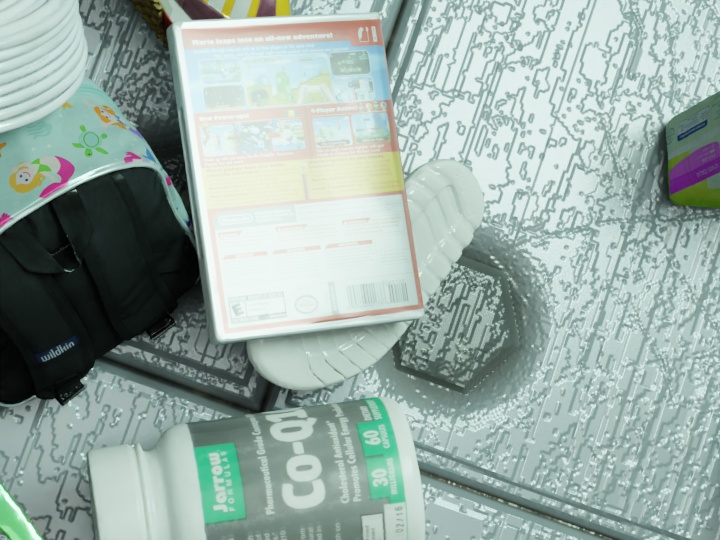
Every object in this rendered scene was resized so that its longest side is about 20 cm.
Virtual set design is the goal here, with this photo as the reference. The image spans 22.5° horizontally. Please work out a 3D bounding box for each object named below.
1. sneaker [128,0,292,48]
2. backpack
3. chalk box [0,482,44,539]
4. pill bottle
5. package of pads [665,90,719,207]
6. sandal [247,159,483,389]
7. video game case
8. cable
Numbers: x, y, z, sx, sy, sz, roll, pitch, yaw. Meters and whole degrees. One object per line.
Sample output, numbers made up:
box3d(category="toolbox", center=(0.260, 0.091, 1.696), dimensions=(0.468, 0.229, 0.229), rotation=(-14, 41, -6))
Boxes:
box3d(category="sneaker", center=(-0.100, -0.190, 1.162), dimensions=(0.090, 0.075, 0.200), rotation=(-43, 123, -13))
box3d(category="backpack", center=(-0.198, -0.027, 1.089), dimensions=(0.177, 0.200, 0.151), rotation=(-34, 72, -9))
box3d(category="chalk box", center=(-0.245, 0.187, 0.898), dimensions=(0.200, 0.124, 0.125), rotation=(-37, 94, -10))
box3d(category="pill bottle", center=(-0.068, 0.147, 1.142), dimensions=(0.199, 0.113, 0.113), rotation=(-8, 87, -11))
box3d(category="package of pads", center=(0.317, -0.084, 1.206), dimensions=(0.199, 0.155, 0.068), rotation=(-1, 83, -9))
box3d(category="sandal", center=(0.004, 0.006, 1.194), dimensions=(0.203, 0.050, 0.083), rotation=(-40, 108, -23))
box3d(category="video game case", center=(-0.040, -0.060, 1.135), dimensions=(0.143, 0.017, 0.201), rotation=(-6, 85, -24))
box3d(category="cable", center=(-0.253, -0.144, 1.008), dimensions=(0.200, 0.200, 0.069), rotation=(-4, 126, -18))
